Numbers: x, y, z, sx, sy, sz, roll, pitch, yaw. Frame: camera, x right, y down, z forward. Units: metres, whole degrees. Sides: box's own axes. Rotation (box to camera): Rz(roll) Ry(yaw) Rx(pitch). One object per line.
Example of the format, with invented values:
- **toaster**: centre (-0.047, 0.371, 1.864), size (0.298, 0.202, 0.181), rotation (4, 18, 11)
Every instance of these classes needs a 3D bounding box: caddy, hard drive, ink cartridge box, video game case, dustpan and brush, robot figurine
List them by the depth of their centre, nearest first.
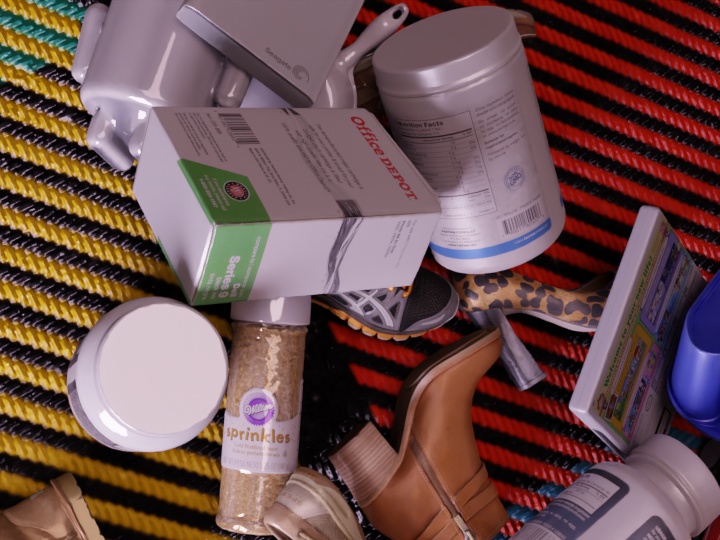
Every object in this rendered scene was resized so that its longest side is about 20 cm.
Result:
- **ink cartridge box**: centre (-0.058, -0.055, 0.935), size (0.198, 0.085, 0.146), rotation (-4, 42, -31)
- **hard drive**: centre (-0.058, -0.250, 1.010), size (0.131, 0.027, 0.202), rotation (35, 59, -20)
- **robot figurine**: centre (-0.167, -0.183, 1.013), size (0.168, 0.113, 0.202), rotation (14, 77, 13)
- **dustpan and brush**: centre (-0.037, -0.166, 1.058), size (0.200, 0.057, 0.140), rotation (-41, 85, 19)
- **caddy**: centre (0.371, 0.079, 1.108), size (0.140, 0.106, 0.200), rotation (23, 46, 29)
- **video game case**: centre (0.266, 0.070, 1.111), size (0.182, 0.022, 0.202), rotation (41, 67, -48)

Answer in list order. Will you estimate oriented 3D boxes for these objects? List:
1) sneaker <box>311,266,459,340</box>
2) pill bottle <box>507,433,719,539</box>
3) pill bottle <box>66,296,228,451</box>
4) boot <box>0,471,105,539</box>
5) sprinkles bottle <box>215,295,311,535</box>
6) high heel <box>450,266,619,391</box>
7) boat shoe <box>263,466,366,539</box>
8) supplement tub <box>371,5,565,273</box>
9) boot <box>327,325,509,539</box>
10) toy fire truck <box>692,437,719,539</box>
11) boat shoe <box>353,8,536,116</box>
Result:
- **sneaker**: centre (0.000, 0.000, 1.049), size (0.198, 0.077, 0.079), rotation (17, 50, -16)
- **pill bottle**: centre (0.215, 0.238, 1.033), size (0.199, 0.119, 0.120), rotation (-35, 93, -19)
- **pill bottle**: centre (-0.166, 0.082, 0.927), size (0.115, 0.200, 0.118), rotation (2, 82, -17)
- **boot**: centre (-0.283, 0.276, 0.935), size (0.199, 0.066, 0.176), rotation (-27, 79, -20)
- **sprinkles bottle**: centre (-0.081, 0.116, 1.006), size (0.067, 0.068, 0.203), rotation (4, 89, -17)
- **high heel**: centre (0.185, -0.001, 1.124), size (0.199, 0.071, 0.143), rotation (-35, 93, -16)
- **boat shoe**: centre (-0.017, 0.255, 0.997), size (0.065, 0.071, 0.201), rotation (-47, 118, -30)
- **supplement tub**: centre (0.097, -0.112, 1.043), size (0.131, 0.132, 0.202), rotation (-30, 119, -20)
- **boot**: centre (0.087, 0.162, 1.062), size (0.200, 0.077, 0.156), rotation (-42, 94, -16)
- **toy fire truck**: centre (0.413, 0.203, 1.098), size (0.128, 0.200, 0.177), rotation (29, 74, -11)
- **boat shoe**: centre (0.075, -0.190, 1.119), size (0.198, 0.076, 0.073), rotation (-19, 91, -10)
